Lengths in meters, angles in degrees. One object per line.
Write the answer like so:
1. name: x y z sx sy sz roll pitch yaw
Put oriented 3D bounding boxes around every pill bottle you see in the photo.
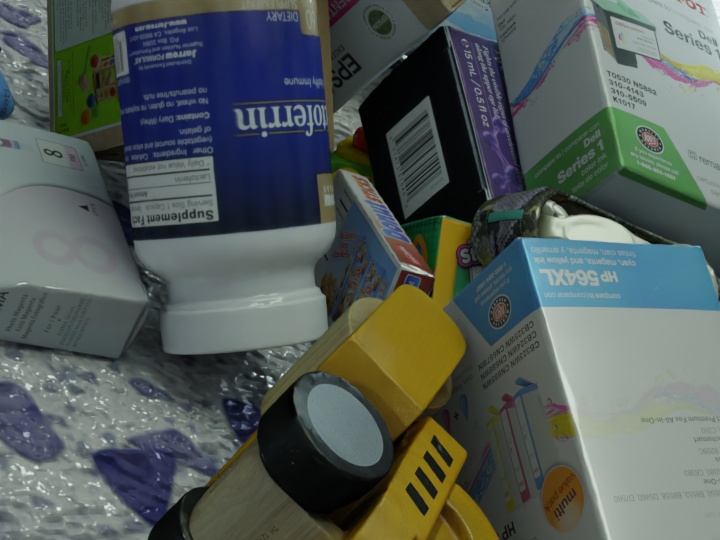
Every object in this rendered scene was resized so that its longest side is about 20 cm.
1. pill bottle: -0.073 -0.059 0.845 0.114 0.203 0.116 -5 4 0

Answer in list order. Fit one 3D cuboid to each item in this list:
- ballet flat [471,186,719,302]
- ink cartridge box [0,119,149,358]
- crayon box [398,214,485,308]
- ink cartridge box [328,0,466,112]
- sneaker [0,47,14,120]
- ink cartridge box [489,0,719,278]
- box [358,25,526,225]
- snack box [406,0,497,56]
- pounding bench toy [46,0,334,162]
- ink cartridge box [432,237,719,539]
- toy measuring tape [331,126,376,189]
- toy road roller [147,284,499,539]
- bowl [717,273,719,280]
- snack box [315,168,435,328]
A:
1. ballet flat: 0.159 0.004 0.890 0.198 0.072 0.072 20 28 -25
2. ink cartridge box: -0.227 -0.031 0.833 0.198 0.057 0.163 16 30 -34
3. crayon box: 0.109 0.049 0.930 0.198 0.121 0.058 14 -12 -26
4. ink cartridge box: -0.024 -0.210 1.044 0.165 0.200 0.075 48 54 -7
5. sneaker: -0.284 -0.159 0.986 0.078 0.066 0.200 15 29 -49
6. ink cartridge box: 0.173 -0.104 0.987 0.143 0.084 0.202 18 50 -32
7. box: 0.114 -0.059 1.046 0.198 0.104 0.150 9 56 -37
8. snack box: 0.096 -0.200 1.326 0.168 0.068 0.200 33 -1 6
9. pounding bench toy: -0.104 -0.170 0.989 0.155 0.203 0.123 2 -6 -42
10. ink cartridge box: 0.122 0.103 0.785 0.124 0.129 0.202 4 59 -30
11. toy measuring tape: 0.023 -0.074 1.126 0.073 0.074 0.200 32 19 8
12. toy road roller: 0.005 0.115 0.735 0.146 0.123 0.200 44 28 -2
13. bowl: 0.274 0.098 0.998 0.200 0.202 0.090 39 73 14
14. snack box: 0.000 0.000 0.916 0.024 0.073 0.200 18 14 -16
